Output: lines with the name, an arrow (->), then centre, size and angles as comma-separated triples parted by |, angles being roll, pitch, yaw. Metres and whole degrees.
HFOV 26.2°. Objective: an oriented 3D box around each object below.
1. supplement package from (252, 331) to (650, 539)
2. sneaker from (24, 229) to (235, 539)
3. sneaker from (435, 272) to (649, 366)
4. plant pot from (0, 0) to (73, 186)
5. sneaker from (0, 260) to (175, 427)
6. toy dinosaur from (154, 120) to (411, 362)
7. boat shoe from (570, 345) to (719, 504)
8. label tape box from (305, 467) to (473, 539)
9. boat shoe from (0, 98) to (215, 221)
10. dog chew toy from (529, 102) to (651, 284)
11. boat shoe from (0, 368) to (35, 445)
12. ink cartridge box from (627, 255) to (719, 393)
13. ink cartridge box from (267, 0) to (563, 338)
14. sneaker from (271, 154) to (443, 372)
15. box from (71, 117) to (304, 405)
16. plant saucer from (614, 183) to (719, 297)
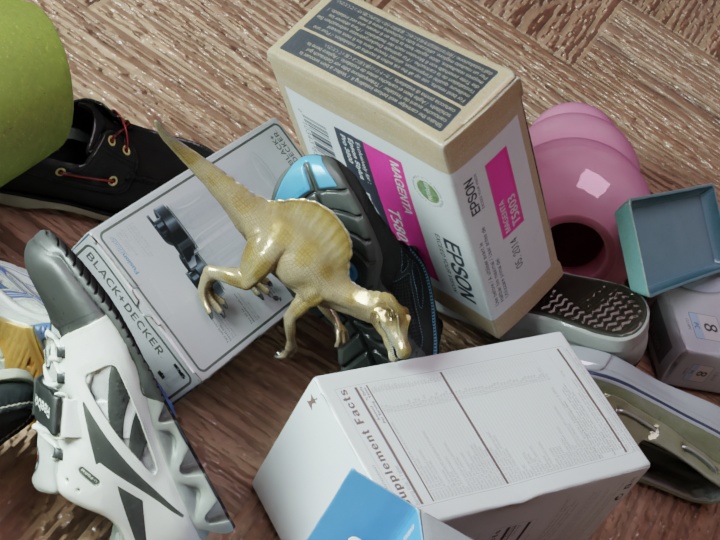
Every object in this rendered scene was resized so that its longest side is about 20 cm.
supplement package -> 0.055, 0.125, 0.950 | 0.199, 0.110, 0.114 | -7, 53, -36
sneaker -> -0.149, 0.078, 0.845 | 0.088, 0.074, 0.201 | -27, 103, -8
sneaker -> 0.110, 0.032, 1.124 | 0.199, 0.085, 0.073 | 22, 59, 21
plant pot -> -0.277, -0.096, 0.907 | 0.199, 0.188, 0.187 | -15, 57, -33
sneaker -> -0.193, 0.036, 0.925 | 0.199, 0.075, 0.088 | 33, 23, -9
toy dinosaur -> -0.052, -0.012, 0.931 | 0.200, 0.101, 0.058 | 40, 39, -4
boat shoe -> 0.179, 0.106, 1.075 | 0.199, 0.072, 0.062 | 18, 49, -15
label tape box -> 0.047, 0.214, 0.830 | 0.199, 0.144, 0.063 | 29, 42, 0
boat shoe -> -0.183, -0.079, 1.057 | 0.200, 0.063, 0.074 | 6, 43, -28
dog chew toy -> 0.165, -0.066, 1.208 | 0.124, 0.125, 0.200 | 23, 33, -7
boat shoe -> -0.244, 0.116, 0.812 | 0.199, 0.075, 0.066 | -23, 65, -43
ink cartridge box -> 0.314, 0.030, 1.247 | 0.199, 0.047, 0.161 | 9, 44, -20
ink cartridge box -> 0.039, -0.069, 1.036 | 0.164, 0.200, 0.075 | 32, 66, 36
sneaker -> 0.000, 0.000, 1.006 | 0.073, 0.201, 0.082 | -2, 39, 26
box -> -0.095, -0.007, 1.012 | 0.117, 0.060, 0.200 | 52, 42, -3
plant saucer -> 0.233, -0.024, 1.146 | 0.200, 0.019, 0.070 | -12, 89, -61
